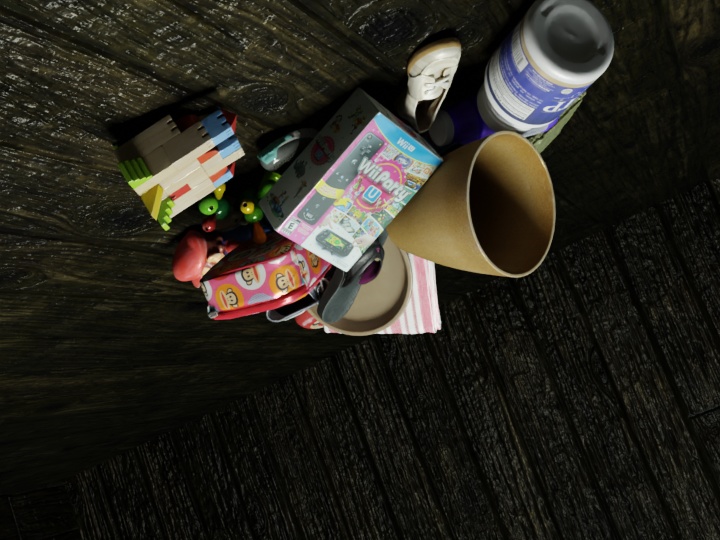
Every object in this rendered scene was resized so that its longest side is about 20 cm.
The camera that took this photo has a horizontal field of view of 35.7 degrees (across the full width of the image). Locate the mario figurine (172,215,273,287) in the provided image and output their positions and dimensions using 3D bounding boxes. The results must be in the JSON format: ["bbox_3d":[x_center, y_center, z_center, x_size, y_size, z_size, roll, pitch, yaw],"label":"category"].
[{"bbox_3d":[-0.194,-0.023,1.724,0.197,0.108,0.123,-20,171,-19],"label":"mario figurine"}]

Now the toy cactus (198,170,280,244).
[{"bbox_3d":[-0.159,-0.085,1.568,0.164,0.104,0.199,-18,-175,44],"label":"toy cactus"}]

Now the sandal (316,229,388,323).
[{"bbox_3d":[0.001,0.000,1.609,0.075,0.048,0.203,-10,135,-43],"label":"sandal"}]

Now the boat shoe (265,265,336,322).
[{"bbox_3d":[-0.065,0.012,1.667,0.198,0.072,0.068,-33,-172,24],"label":"boat shoe"}]

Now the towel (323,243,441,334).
[{"bbox_3d":[0.024,0.026,1.729,0.196,0.149,0.030,-1,-161,19],"label":"towel"}]

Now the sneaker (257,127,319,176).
[{"bbox_3d":[-0.061,-0.132,1.491,0.077,0.093,0.199,-28,168,27],"label":"sneaker"}]

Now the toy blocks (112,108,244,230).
[{"bbox_3d":[-0.195,-0.129,1.275,0.135,0.101,0.200,-33,170,-4],"label":"toy blocks"}]

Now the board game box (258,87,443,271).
[{"bbox_3d":[-0.011,-0.114,1.444,0.201,0.065,0.147,-49,136,12],"label":"board game box"}]

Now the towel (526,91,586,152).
[{"bbox_3d":[0.279,-0.211,1.795,0.200,0.036,0.149,-46,172,-20],"label":"towel"}]

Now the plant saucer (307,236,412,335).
[{"bbox_3d":[-0.012,0.001,1.700,0.198,0.202,0.029,-27,-170,27],"label":"plant saucer"}]

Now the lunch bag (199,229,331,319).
[{"bbox_3d":[-0.138,-0.002,1.564,0.173,0.083,0.200,-14,-165,23],"label":"lunch bag"}]

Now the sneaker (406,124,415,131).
[{"bbox_3d":[0.035,-0.179,1.557,0.091,0.074,0.200,-54,159,-10],"label":"sneaker"}]

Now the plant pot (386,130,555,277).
[{"bbox_3d":[0.133,-0.080,1.521,0.184,0.190,0.198,-12,-175,-42],"label":"plant pot"}]

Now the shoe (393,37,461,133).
[{"bbox_3d":[0.090,-0.232,1.413,0.069,0.054,0.200,-19,169,-14],"label":"shoe"}]

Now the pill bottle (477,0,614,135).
[{"bbox_3d":[0.224,-0.251,1.416,0.118,0.122,0.200,-18,169,-21],"label":"pill bottle"}]

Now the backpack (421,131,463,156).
[{"bbox_3d":[0.123,-0.126,1.728,0.176,0.152,0.199,-32,162,17],"label":"backpack"}]

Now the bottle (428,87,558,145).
[{"bbox_3d":[0.189,-0.221,1.592,0.197,0.085,0.065,-16,178,-27],"label":"bottle"}]

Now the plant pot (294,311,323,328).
[{"bbox_3d":[-0.054,-0.011,1.870,0.197,0.186,0.201,-20,171,-3],"label":"plant pot"}]
